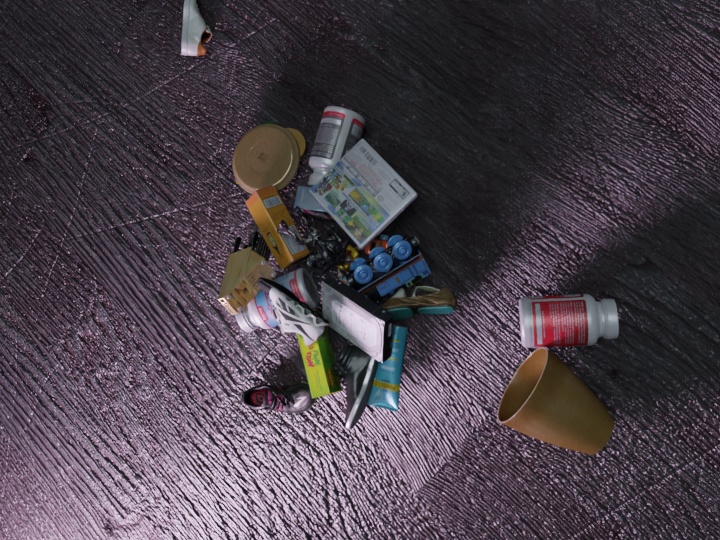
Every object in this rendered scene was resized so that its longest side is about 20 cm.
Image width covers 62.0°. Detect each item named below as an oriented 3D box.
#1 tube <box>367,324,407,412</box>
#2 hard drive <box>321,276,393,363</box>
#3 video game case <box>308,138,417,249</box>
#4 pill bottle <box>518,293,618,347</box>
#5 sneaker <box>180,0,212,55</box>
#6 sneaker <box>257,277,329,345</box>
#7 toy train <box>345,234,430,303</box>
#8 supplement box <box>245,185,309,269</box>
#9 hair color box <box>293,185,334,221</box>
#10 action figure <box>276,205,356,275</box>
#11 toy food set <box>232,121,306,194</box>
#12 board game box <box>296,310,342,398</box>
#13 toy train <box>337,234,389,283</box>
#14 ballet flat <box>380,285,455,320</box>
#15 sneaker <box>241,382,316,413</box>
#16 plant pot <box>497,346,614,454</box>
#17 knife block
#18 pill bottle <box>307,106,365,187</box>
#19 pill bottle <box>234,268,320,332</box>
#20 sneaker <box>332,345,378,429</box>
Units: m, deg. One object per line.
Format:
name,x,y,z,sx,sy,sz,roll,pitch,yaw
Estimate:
tube,0.071,0.230,1.431,0.077,0.050,0.202,10,90,24
hard drive,-0.011,0.113,1.402,0.199,0.141,0.038,33,50,31
video game case,0.005,-0.182,1.410,0.182,0.022,0.200,-43,73,3
pill bottle,0.451,0.109,1.308,0.198,0.112,0.114,-4,82,15
sneaker,-0.462,-0.693,1.693,0.084,0.073,0.202,2,75,-16
sneaker,-0.174,0.097,1.388,0.199,0.074,0.089,38,97,12
toy train,0.064,0.001,1.416,0.199,0.087,0.115,-32,109,0
supplement box,-0.209,-0.108,1.512,0.066,0.068,0.201,-32,83,49
hair color box,-0.053,-0.158,1.484,0.198,0.099,0.061,8,82,16
action figure,-0.098,-0.066,1.442,0.200,0.102,0.119,39,87,5
toy food set,-0.249,-0.294,1.582,0.196,0.049,0.202,17,88,17
board game box,-0.103,0.201,1.449,0.047,0.102,0.202,-18,79,13
toy train,0.000,0.000,1.472,0.149,0.056,0.202,13,86,16
ballet flat,0.127,0.074,1.429,0.198,0.068,0.073,-9,60,13
sneaker,-0.201,0.316,1.468,0.198,0.084,0.078,-8,81,14
plant pot,0.424,0.296,1.270,0.199,0.186,0.187,33,92,3
knife block,-0.300,-0.005,1.499,0.200,0.064,0.175,-47,41,-15
pill bottle,-0.065,-0.297,1.500,0.110,0.111,0.202,16,87,16
pill bottle,-0.209,0.079,1.489,0.198,0.109,0.110,-24,77,11
sneaker,-0.026,0.272,1.438,0.098,0.071,0.202,15,80,17
